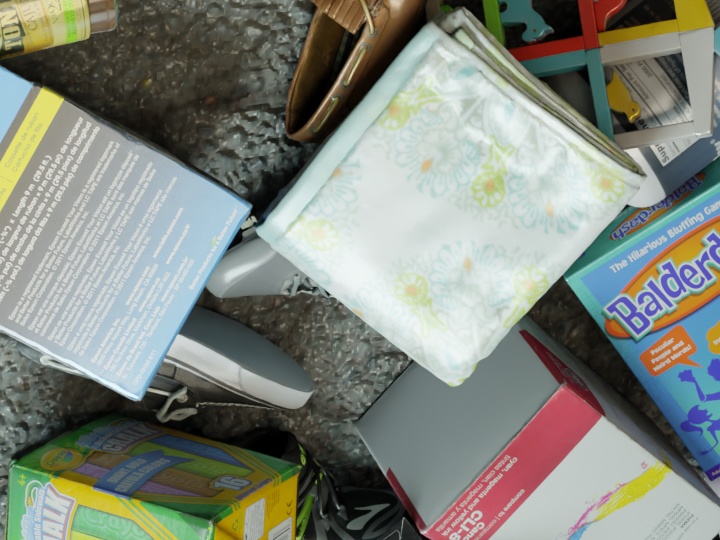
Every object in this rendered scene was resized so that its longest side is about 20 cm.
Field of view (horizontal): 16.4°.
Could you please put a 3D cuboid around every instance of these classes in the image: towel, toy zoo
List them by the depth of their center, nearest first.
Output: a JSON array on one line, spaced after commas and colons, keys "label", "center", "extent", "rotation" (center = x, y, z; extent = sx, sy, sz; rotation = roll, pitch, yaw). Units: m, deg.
[{"label": "towel", "center": [0.056, -0.045, 1.568], "extent": [0.171, 0.048, 0.200], "rotation": [39, 111, -7]}, {"label": "toy zoo", "center": [0.145, -0.138, 1.584], "extent": [0.199, 0.020, 0.132], "rotation": [-10, 83, 11]}]

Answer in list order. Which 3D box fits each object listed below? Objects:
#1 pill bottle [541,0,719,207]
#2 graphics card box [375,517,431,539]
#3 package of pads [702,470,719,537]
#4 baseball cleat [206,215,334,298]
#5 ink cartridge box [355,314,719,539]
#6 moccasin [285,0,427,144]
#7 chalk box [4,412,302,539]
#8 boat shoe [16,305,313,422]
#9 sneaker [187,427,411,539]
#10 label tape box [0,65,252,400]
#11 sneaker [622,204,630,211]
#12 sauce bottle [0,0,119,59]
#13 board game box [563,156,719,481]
[{"label": "pill bottle", "center": [0.188, -0.112, 1.648], "extent": [0.200, 0.120, 0.120], "rotation": [-38, 125, 1]}, {"label": "graphics card box", "center": [0.069, 0.239, 1.731], "extent": [0.051, 0.126, 0.200], "rotation": [-38, 165, 3]}, {"label": "package of pads", "center": [0.310, 0.140, 1.821], "extent": [0.120, 0.076, 0.201], "rotation": [-15, 91, -12]}, {"label": "baseball cleat", "center": [0.000, 0.000, 1.641], "extent": [0.199, 0.107, 0.070], "rotation": [-20, 167, -11]}, {"label": "ink cartridge box", "center": [0.129, 0.141, 1.746], "extent": [0.145, 0.145, 0.200], "rotation": [-48, 123, 8]}, {"label": "moccasin", "center": [-0.006, -0.172, 1.569], "extent": [0.077, 0.074, 0.202], "rotation": [-3, 128, -30]}, {"label": "chalk box", "center": [-0.155, 0.176, 1.629], "extent": [0.124, 0.199, 0.125], "rotation": [-27, 125, -59]}, {"label": "boat shoe", "center": [-0.128, 0.063, 1.641], "extent": [0.199, 0.074, 0.068], "rotation": [18, 112, -27]}, {"label": "sneaker", "center": [-0.046, 0.156, 1.727], "extent": [0.199, 0.071, 0.083], "rotation": [15, 117, -25]}, {"label": "label tape box", "center": [-0.189, -0.031, 1.528], "extent": [0.199, 0.063, 0.145], "rotation": [30, 94, -21]}, {"label": "sneaker", "center": [0.266, -0.020, 1.752], "extent": [0.199, 0.085, 0.077], "rotation": [24, 106, -30]}, {"label": "sauce bottle", "center": [-0.244, -0.149, 1.482], "extent": [0.199, 0.065, 0.065], "rotation": [-17, 122, -13]}, {"label": "board game box", "center": [0.250, 0.028, 1.705], "extent": [0.152, 0.045, 0.200], "rotation": [-33, 115, 12]}]
